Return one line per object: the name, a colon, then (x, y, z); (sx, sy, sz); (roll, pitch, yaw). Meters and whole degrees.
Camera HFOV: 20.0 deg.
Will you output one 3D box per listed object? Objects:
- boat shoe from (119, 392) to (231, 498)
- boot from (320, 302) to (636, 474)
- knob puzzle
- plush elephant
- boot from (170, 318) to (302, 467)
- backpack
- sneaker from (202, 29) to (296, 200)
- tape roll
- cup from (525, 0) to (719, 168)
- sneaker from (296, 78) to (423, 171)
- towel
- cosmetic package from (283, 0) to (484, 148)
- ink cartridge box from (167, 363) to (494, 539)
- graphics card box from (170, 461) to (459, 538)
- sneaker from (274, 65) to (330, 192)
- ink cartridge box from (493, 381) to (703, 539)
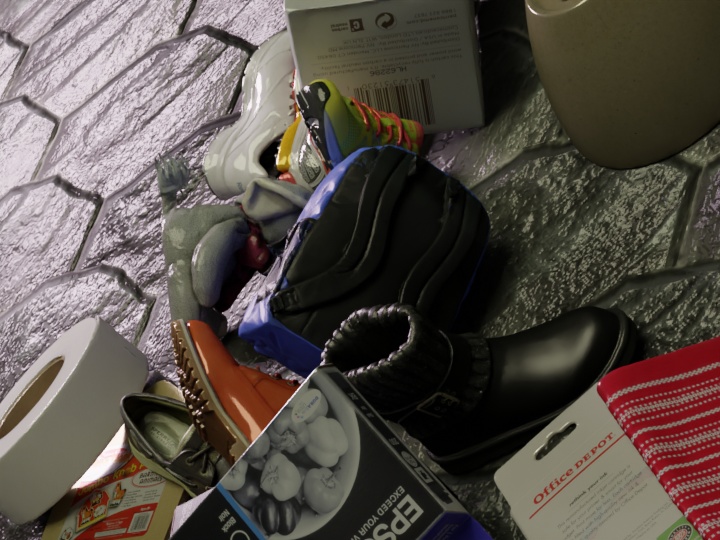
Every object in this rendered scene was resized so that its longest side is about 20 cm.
boat shoe: (-0.137, 0.159, 1.769); (0.200, 0.066, 0.072); (21, 68, 38)
boot: (0.090, 0.064, 1.555); (0.211, 0.158, 0.080); (-34, 35, 20)
knob puzzle: (-0.206, 0.192, 1.883); (0.219, 0.030, 0.220); (-29, 37, 25)
plush elephant: (-0.100, -0.020, 1.882); (0.154, 0.201, 0.165); (-8, 3, 2)
boot: (-0.086, 0.112, 1.721); (0.107, 0.075, 0.200); (-26, 67, -18)
backpack: (0.000, 0.000, 1.724); (0.201, 0.162, 0.168); (-63, 16, -19)
sneaker: (-0.084, -0.157, 2.080); (0.087, 0.074, 0.201); (6, 67, 38)
tape roll: (-0.291, 0.142, 1.947); (0.202, 0.071, 0.203); (-45, 15, 16)
cup: (0.219, -0.208, 1.702); (0.200, 0.143, 0.201); (-30, 37, 25)
sneaker: (0.009, -0.118, 1.817); (0.090, 0.200, 0.078); (-30, 57, 4)
towel: (0.260, 0.108, 1.378); (0.144, 0.023, 0.200); (-17, 33, -10)
cosmetic package: (0.021, -0.247, 1.899); (0.166, 0.167, 0.201); (-8, 43, 5)
ink cartridge box: (-0.020, 0.208, 1.501); (0.200, 0.043, 0.198); (46, 111, 15)
graphics card box: (-0.036, 0.198, 1.594); (0.199, 0.126, 0.051); (-30, 30, 25)
sneaker: (-0.020, -0.155, 1.997); (0.082, 0.078, 0.201); (-12, 55, 33)
ink cartridge box: (0.182, 0.179, 1.414); (0.117, 0.067, 0.200); (-42, 34, 7)
